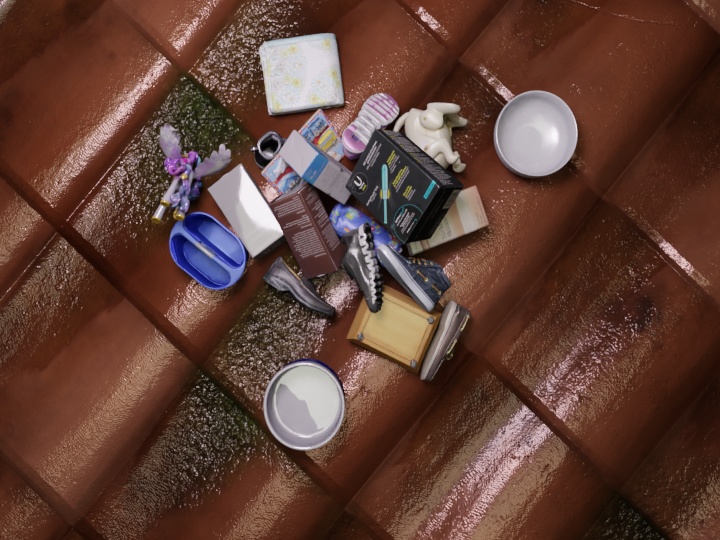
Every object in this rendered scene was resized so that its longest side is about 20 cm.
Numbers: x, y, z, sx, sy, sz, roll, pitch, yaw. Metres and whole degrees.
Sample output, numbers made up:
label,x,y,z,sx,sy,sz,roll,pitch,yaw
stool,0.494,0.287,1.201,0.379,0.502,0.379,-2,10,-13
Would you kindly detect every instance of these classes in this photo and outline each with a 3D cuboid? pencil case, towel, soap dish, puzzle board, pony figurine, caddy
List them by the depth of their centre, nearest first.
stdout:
label,x,y,z,sx,sy,sz,roll,pitch,yaw
pony figurine,-0.405,-0.220,1.235,0.163,0.192,0.206,24,63,-24
puzzle board,-0.125,-0.258,1.282,0.200,0.151,0.017,-47,51,-1
caddy,-0.361,-0.045,1.291,0.198,0.105,0.143,37,89,1
soap dish,0.082,0.136,1.301,0.195,0.081,0.161,25,90,-1
pencil case,0.009,-0.086,1.302,0.197,0.087,0.079,35,130,1
towel,-0.145,-0.481,1.326,0.193,0.048,0.178,-8,92,0

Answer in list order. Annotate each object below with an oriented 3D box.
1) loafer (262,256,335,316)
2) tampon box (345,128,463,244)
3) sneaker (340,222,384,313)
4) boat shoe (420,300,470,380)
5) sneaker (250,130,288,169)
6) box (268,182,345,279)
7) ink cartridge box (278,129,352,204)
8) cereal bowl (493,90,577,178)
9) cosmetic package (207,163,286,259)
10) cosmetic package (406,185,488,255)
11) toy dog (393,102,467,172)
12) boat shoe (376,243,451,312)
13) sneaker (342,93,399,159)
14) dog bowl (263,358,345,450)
label,x,y,z,sx,sy,sz,roll,pitch,yaw
loafer,-0.140,0.041,1.309,0.196,0.073,0.074,31,85,-1
tampon box,0.094,-0.185,1.180,0.200,0.125,0.152,45,120,22
sneaker,0.000,0.000,1.244,0.088,0.066,0.207,-12,88,21
boat shoe,0.205,0.179,1.306,0.058,0.072,0.205,22,91,-7
sneaker,-0.166,-0.289,1.288,0.193,0.114,0.078,-9,88,1
box,-0.120,-0.091,1.261,0.098,0.075,0.205,-13,110,32
ink cartridge box,-0.082,-0.227,1.243,0.067,0.198,0.116,-51,52,10
cereal bowl,0.414,-0.321,1.302,0.193,0.083,0.208,0,90,0
cosmetic package,-0.268,-0.140,1.304,0.105,0.090,0.203,-32,87,0
cosmetic package,0.196,-0.118,1.299,0.195,0.087,0.106,-22,90,0
toy dog,0.158,-0.279,1.279,0.187,0.139,0.207,9,89,13
boat shoe,0.125,-0.006,1.251,0.091,0.071,0.201,-45,107,-11
sneaker,0.017,-0.345,1.310,0.080,0.089,0.201,39,68,1
dog bowl,-0.133,0.320,1.301,0.193,0.079,0.208,0,89,0
